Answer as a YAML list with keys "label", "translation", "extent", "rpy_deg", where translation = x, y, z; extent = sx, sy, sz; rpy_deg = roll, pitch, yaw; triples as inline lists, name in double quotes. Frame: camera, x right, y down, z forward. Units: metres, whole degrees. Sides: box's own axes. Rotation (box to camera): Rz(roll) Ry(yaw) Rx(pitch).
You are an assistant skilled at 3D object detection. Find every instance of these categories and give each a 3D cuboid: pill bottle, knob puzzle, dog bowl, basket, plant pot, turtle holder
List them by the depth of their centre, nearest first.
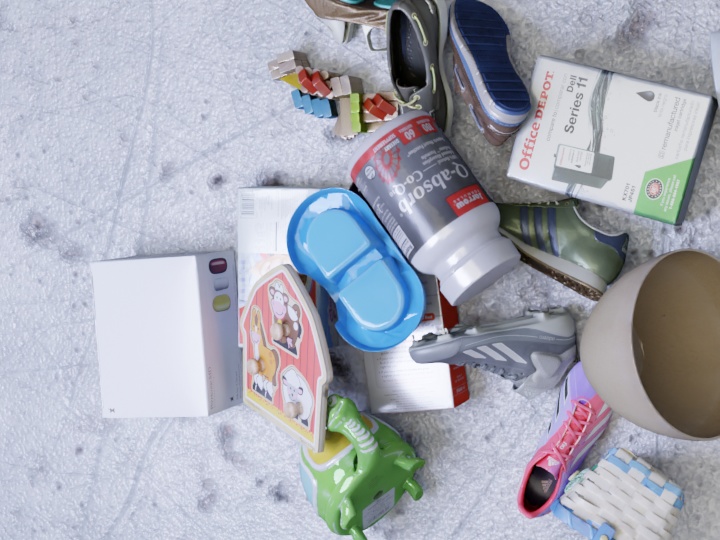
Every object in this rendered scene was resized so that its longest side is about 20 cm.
- label: "plant pot"
  translation: [0.316, 0.086, 1.337]
  extent: [0.134, 0.199, 0.202]
  rpy_deg: [-16, 88, 55]
- label: "basket"
  translation: [0.270, 0.301, 1.366]
  extent: [0.139, 0.176, 0.201]
  rpy_deg: [27, 84, 17]
- label: "pill bottle"
  translation: [0.084, -0.069, 1.376]
  extent: [0.116, 0.116, 0.200]
  rpy_deg: [-40, 76, 19]
- label: "dog bowl"
  translation: [0.000, 0.000, 1.402]
  extent: [0.111, 0.050, 0.200]
  rpy_deg: [-39, 74, 14]
- label: "knob puzzle"
  translation: [-0.097, 0.091, 1.433]
  extent: [0.219, 0.030, 0.221]
  rpy_deg: [18, 112, 54]
- label: "turtle holder"
  translation: [-0.016, 0.232, 1.463]
  extent: [0.141, 0.185, 0.132]
  rpy_deg: [-48, 60, 3]

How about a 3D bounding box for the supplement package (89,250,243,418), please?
- label: "supplement package"
  translation: [-0.244, 0.080, 1.574]
  extent: [0.155, 0.111, 0.201]
  rpy_deg: [-3, 93, 21]

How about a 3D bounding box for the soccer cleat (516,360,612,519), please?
- label: "soccer cleat"
  translation: [0.235, 0.196, 1.418]
  extent: [0.066, 0.076, 0.201]
  rpy_deg: [27, 105, 13]

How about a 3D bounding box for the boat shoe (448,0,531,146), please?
- label: "boat shoe"
  translation: [0.133, -0.227, 1.404]
  extent: [0.073, 0.072, 0.201]
  rpy_deg: [114, 153, -47]

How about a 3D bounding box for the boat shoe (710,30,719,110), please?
- label: "boat shoe"
  translation: [0.436, -0.167, 1.323]
  extent: [0.090, 0.071, 0.202]
  rpy_deg: [-13, 96, 20]

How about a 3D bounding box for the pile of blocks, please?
- label: "pile of blocks"
  translation: [-0.036, -0.207, 1.499]
  extent: [0.199, 0.062, 0.083]
  rpy_deg: [24, 102, 18]

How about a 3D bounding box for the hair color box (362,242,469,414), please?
- label: "hair color box"
  translation: [0.059, 0.066, 1.483]
  extent: [0.110, 0.064, 0.201]
  rpy_deg: [-7, 93, 23]

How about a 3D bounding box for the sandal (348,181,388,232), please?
- label: "sandal"
  translation: [0.009, -0.073, 1.460]
  extent: [0.075, 0.048, 0.201]
  rpy_deg: [23, 75, 35]

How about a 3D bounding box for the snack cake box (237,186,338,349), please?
- label: "snack cake box"
  translation: [-0.089, -0.004, 1.532]
  extent: [0.114, 0.067, 0.201]
  rpy_deg: [2, 95, 19]

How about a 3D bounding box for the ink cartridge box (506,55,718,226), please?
- label: "ink cartridge box"
  translation: [0.278, -0.146, 1.373]
  extent: [0.199, 0.083, 0.148]
  rpy_deg: [17, 99, 20]

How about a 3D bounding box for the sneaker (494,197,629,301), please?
- label: "sneaker"
  translation: [0.218, -0.048, 1.420]
  extent: [0.200, 0.067, 0.090]
  rpy_deg: [32, 83, 26]

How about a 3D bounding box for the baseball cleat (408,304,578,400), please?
- label: "baseball cleat"
  translation: [0.157, 0.103, 1.411]
  extent: [0.199, 0.070, 0.107]
  rpy_deg: [-12, 95, -7]

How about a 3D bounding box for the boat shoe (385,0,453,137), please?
- label: "boat shoe"
  translation: [0.063, -0.223, 1.423]
  extent: [0.072, 0.060, 0.203]
  rpy_deg: [22, 130, 36]

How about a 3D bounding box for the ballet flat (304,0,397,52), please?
- label: "ballet flat"
  translation: [0.009, -0.301, 1.482]
  extent: [0.199, 0.068, 0.073]
  rpy_deg: [16, 118, 15]
